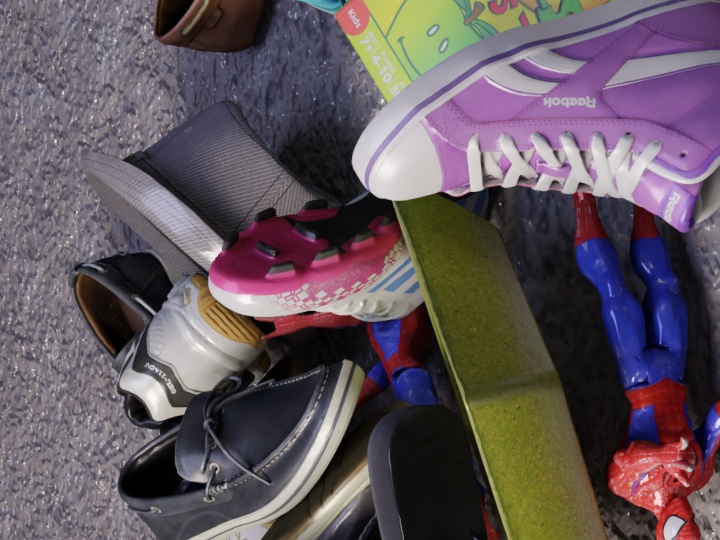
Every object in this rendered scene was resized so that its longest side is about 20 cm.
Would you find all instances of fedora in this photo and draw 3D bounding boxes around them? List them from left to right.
[{"bbox_3d":[-0.074,-0.038,1.588,0.090,0.177,0.200,-49,5,-5],"label":"fedora"}]

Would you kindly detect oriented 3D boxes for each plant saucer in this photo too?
[{"bbox_3d":[0.077,0.075,1.345,0.200,0.048,0.200,-108,0,-56],"label":"plant saucer"}]

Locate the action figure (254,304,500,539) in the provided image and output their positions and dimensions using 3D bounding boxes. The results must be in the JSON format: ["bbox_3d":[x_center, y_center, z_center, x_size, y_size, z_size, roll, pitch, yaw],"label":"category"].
[{"bbox_3d":[0.008,0.080,1.488,0.065,0.099,0.200,73,-179,-60],"label":"action figure"}]

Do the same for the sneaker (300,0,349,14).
[{"bbox_3d":[0.024,-0.156,1.478,0.200,0.080,0.078,12,101,54],"label":"sneaker"}]

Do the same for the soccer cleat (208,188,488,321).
[{"bbox_3d":[0.000,0.000,1.428,0.070,0.200,0.086,23,125,35],"label":"soccer cleat"}]

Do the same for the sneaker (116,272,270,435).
[{"bbox_3d":[-0.106,0.054,1.575,0.076,0.088,0.200,44,175,6],"label":"sneaker"}]

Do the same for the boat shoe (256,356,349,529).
[{"bbox_3d":[-0.036,0.112,1.563,0.071,0.065,0.200,-50,17,12],"label":"boat shoe"}]

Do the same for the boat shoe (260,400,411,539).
[{"bbox_3d":[-0.017,0.155,1.433,0.201,0.066,0.072,-50,8,21],"label":"boat shoe"}]

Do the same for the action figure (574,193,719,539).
[{"bbox_3d":[0.151,0.036,1.298,0.099,0.065,0.200,157,108,-63],"label":"action figure"}]

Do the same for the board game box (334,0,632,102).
[{"bbox_3d":[0.087,-0.148,1.357,0.200,0.048,0.102,-41,73,34],"label":"board game box"}]

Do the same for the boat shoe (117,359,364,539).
[{"bbox_3d":[-0.067,0.096,1.455,0.200,0.062,0.075,-34,29,48],"label":"boat shoe"}]

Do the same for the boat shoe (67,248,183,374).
[{"bbox_3d":[-0.126,0.069,1.720,0.200,0.068,0.072,59,135,33],"label":"boat shoe"}]

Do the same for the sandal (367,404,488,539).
[{"bbox_3d":[0.051,0.167,1.363,0.043,0.076,0.200,-5,105,49],"label":"sandal"}]

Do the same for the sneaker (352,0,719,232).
[{"bbox_3d":[0.103,-0.058,1.276,0.073,0.200,0.114,76,170,-61],"label":"sneaker"}]

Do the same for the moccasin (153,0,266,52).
[{"bbox_3d":[-0.082,-0.227,1.631,0.074,0.078,0.201,52,132,41],"label":"moccasin"}]

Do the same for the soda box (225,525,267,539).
[{"bbox_3d":[-0.028,0.171,1.576,0.200,0.068,0.064,21,112,53],"label":"soda box"}]
